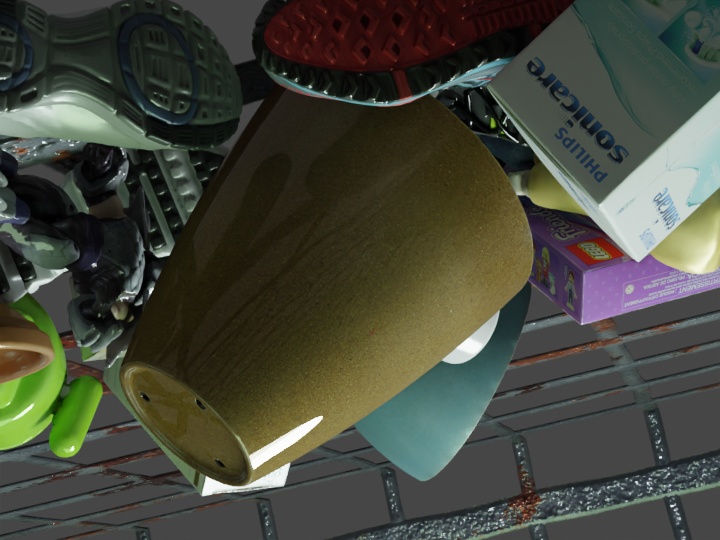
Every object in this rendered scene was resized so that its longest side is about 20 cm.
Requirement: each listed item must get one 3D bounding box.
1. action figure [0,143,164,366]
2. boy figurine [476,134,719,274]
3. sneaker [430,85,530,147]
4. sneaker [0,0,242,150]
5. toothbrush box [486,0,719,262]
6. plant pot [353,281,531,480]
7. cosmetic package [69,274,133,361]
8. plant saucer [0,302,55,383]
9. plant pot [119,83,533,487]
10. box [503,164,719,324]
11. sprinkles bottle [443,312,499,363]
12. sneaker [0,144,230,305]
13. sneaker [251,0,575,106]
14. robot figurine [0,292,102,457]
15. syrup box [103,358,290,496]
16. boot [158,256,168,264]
[{"bbox_3d":[-0.168,-0.022,0.917,0.069,0.131,0.200,-35,138,25],"label":"action figure"},{"bbox_3d":[0.153,-0.061,0.987,0.124,0.065,0.200,-21,-146,-31],"label":"boy figurine"},{"bbox_3d":[0.085,-0.103,0.938,0.198,0.083,0.071,-14,166,10],"label":"sneaker"},{"bbox_3d":[-0.150,-0.098,0.821,0.199,0.075,0.087,7,170,-37],"label":"sneaker"},{"bbox_3d":[0.173,-0.111,0.805,0.200,0.085,0.146,-44,161,6],"label":"toothbrush box"},{"bbox_3d":[0.039,0.060,1.409,0.134,0.201,0.200,28,158,-7],"label":"plant pot"},{"bbox_3d":[-0.115,0.018,1.284,0.199,0.072,0.105,-5,166,-29],"label":"cosmetic package"},{"bbox_3d":[-0.292,0.053,1.022,0.199,0.038,0.200,-11,170,-2],"label":"plant saucer"},{"bbox_3d":[-0.036,0.014,0.908,0.200,0.186,0.186,-47,-175,-28],"label":"plant pot"},{"bbox_3d":[0.148,-0.040,1.056,0.136,0.039,0.200,-13,-150,-21],"label":"box"},{"bbox_3d":[0.000,0.000,1.090,0.199,0.069,0.068,24,148,-32],"label":"sprinkles bottle"},{"bbox_3d":[-0.163,-0.037,1.048,0.199,0.076,0.081,-16,-175,9],"label":"sneaker"},{"bbox_3d":[0.040,-0.117,0.853,0.198,0.080,0.096,-9,168,-13],"label":"sneaker"},{"bbox_3d":[-0.287,0.076,1.272,0.174,0.116,0.200,17,165,-4],"label":"robot figurine"},{"bbox_3d":[-0.133,0.098,1.343,0.078,0.082,0.200,-3,-155,-33],"label":"syrup box"},{"bbox_3d":[-0.083,0.028,1.122,0.162,0.074,0.198,33,-178,-13],"label":"boot"}]
